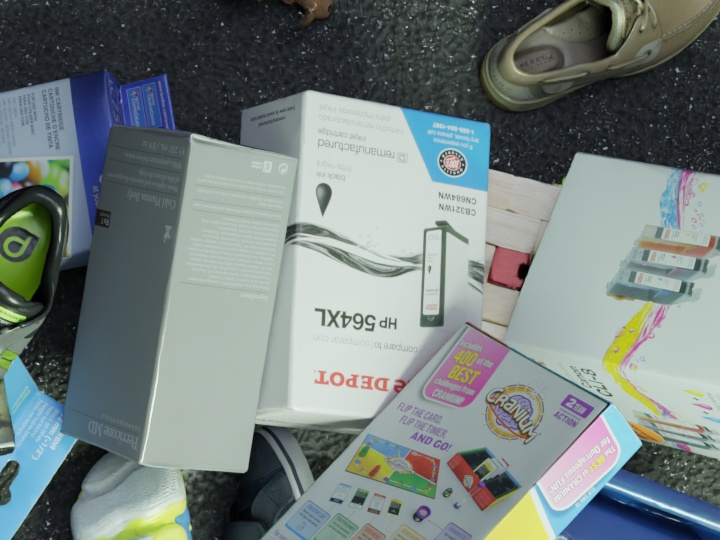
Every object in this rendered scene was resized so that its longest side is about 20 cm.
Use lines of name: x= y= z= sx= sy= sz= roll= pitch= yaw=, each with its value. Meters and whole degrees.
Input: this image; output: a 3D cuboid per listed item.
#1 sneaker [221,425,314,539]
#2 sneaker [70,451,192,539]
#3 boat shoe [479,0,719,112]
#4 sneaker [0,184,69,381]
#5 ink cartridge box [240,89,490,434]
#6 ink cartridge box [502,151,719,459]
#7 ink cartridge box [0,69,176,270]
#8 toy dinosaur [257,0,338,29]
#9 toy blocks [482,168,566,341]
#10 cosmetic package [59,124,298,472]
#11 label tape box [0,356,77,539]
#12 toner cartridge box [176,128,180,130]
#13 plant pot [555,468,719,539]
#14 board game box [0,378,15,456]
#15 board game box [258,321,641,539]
sneaker: x=-0.060 y=0.200 z=1.567 sx=0.079 sy=0.078 sz=0.200 roll=-10 pitch=81 yaw=-21
sneaker: x=-0.133 y=0.199 z=1.541 sx=0.076 sy=0.105 sz=0.200 roll=-17 pitch=37 yaw=13
boat shoe: x=0.179 y=-0.173 z=1.718 sx=0.200 sy=0.065 sz=0.072 roll=-25 pitch=84 yaw=-17
sneaker: x=-0.224 y=0.034 z=1.401 sx=0.071 sy=0.083 sz=0.200 roll=27 pitch=71 yaw=-7
ink cartridge box: x=0.000 y=0.000 z=1.540 sx=0.146 sy=0.084 sz=0.200 roll=7 pitch=80 yaw=-33
ink cartridge box: x=0.221 y=0.030 z=1.548 sx=0.200 sy=0.145 sz=0.145 roll=12 pitch=71 yaw=34
ink cartridge box: x=-0.215 y=-0.057 z=1.571 sx=0.200 sy=0.042 sz=0.119 roll=-11 pitch=75 yaw=5
toy dinosaur: x=-0.106 y=-0.241 z=1.661 sx=0.200 sy=0.086 sz=0.136 roll=6 pitch=83 yaw=-6
toy blocks: x=0.067 y=0.007 z=1.643 sx=0.137 sy=0.100 sz=0.200 roll=15 pitch=83 yaw=4
cosmetic package: x=-0.112 y=0.017 z=1.495 sx=0.090 sy=0.107 sz=0.200 roll=11 pitch=89 yaw=-36
label tape box: x=-0.281 y=0.087 z=1.480 sx=0.200 sy=0.066 sz=0.143 roll=34 pitch=70 yaw=-2
toner cartridge box: x=-0.110 y=-0.038 z=1.629 sx=0.200 sy=0.043 sz=0.095 roll=17 pitch=76 yaw=-9
plant pot: x=0.126 y=0.228 z=1.533 sx=0.200 sy=0.200 sz=0.180 roll=21 pitch=46 yaw=-6
board game box: x=-0.312 y=0.057 z=1.431 sx=0.200 sy=0.028 sz=0.135 roll=-9 pitch=76 yaw=-18
board game box: x=0.046 y=0.135 z=1.433 sx=0.200 sy=0.153 sz=0.040 roll=-46 pitch=125 yaw=-10
